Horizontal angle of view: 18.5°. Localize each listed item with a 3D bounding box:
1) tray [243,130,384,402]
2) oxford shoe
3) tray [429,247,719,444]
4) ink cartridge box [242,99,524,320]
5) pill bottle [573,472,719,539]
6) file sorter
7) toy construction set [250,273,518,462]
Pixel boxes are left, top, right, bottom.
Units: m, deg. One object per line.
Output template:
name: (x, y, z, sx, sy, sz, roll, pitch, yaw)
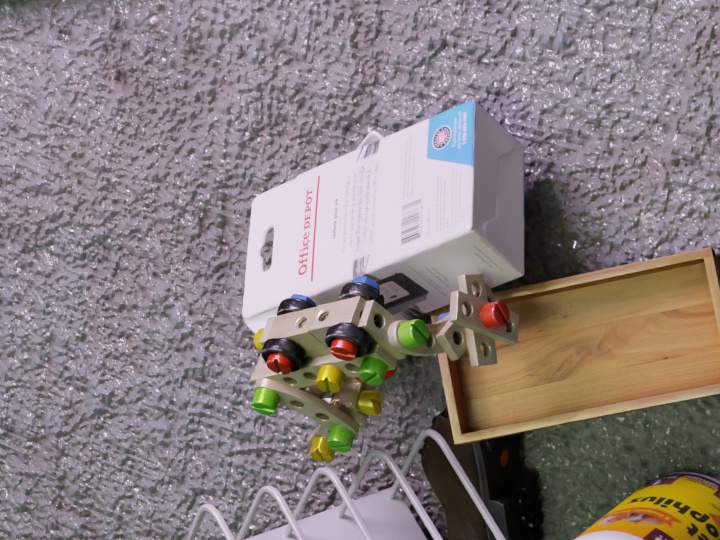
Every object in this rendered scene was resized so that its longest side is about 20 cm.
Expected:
tray: (0.000, 0.000, 1.661, 0.107, 0.022, 0.200, 43, 120, 15)
oxford shoe: (0.075, 0.118, 1.620, 0.084, 0.073, 0.200, 1, 102, 34)
tray: (0.155, 0.054, 1.531, 0.200, 0.037, 0.099, -12, 83, 14)
ink cartridge box: (0.016, -0.026, 1.561, 0.200, 0.067, 0.116, -22, 48, 31)
pill bottle: (0.193, 0.214, 1.498, 0.109, 0.200, 0.109, 8, 106, 28)
file sorter: (-0.012, 0.213, 1.559, 0.139, 0.200, 0.125, 58, 147, 25)
toy construction set: (0.006, 0.061, 1.502, 0.200, 0.092, 0.131, -27, 129, 33)
